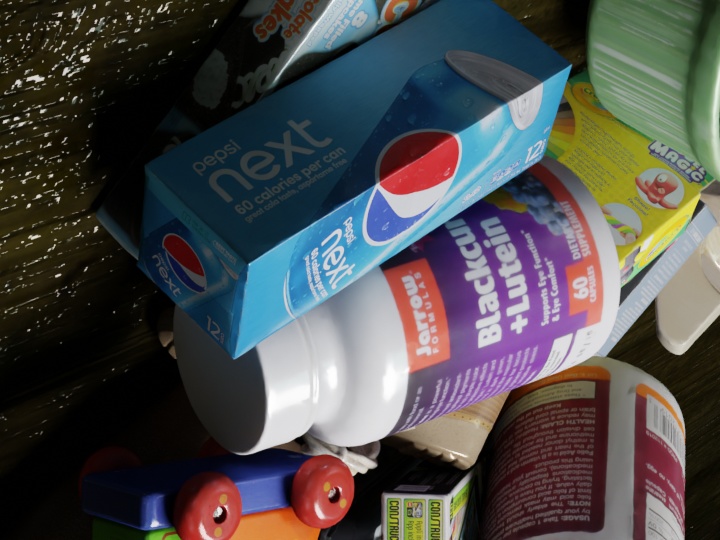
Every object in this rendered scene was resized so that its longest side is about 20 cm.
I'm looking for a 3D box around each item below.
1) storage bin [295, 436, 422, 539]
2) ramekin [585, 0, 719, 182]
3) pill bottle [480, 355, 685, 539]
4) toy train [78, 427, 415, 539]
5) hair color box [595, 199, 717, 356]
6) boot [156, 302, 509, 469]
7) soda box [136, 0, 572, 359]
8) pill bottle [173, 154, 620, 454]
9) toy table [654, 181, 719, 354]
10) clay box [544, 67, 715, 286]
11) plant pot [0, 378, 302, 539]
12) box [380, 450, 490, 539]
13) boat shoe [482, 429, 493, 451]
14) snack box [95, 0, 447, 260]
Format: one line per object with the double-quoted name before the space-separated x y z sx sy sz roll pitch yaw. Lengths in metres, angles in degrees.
"storage bin" -0.011 0.136 1.182 0.135 0.094 0.201 -36 156 -29
"ramekin" 0.215 -0.156 1.059 0.200 0.097 0.201 -36 141 -36
"pill bottle" 0.121 0.153 1.020 0.201 0.113 0.115 -78 -172 -49
"toy train" -0.041 0.139 0.881 0.199 0.084 0.117 -3 98 -46
"hair color box" 0.132 0.009 1.232 0.200 0.099 0.061 -50 160 5
"boot" 0.000 0.000 0.986 0.072 0.199 0.167 -23 -131 62
"soda box" 0.000 -0.048 0.813 0.200 0.068 0.064 -33 153 -32
"pill bottle" 0.016 0.018 0.882 0.199 0.112 0.112 -18 145 -32
"toy table" 0.246 -0.036 1.356 0.200 0.117 0.184 -48 159 -3
"clay box" 0.110 -0.030 1.102 0.200 0.115 0.048 -37 157 -26
"plant pot" -0.109 0.165 0.962 0.201 0.186 0.187 -59 162 -14
"box" 0.043 0.161 1.007 0.200 0.034 0.111 -6 97 -80
"boat shoe" 0.103 0.067 1.165 0.073 0.201 0.076 -14 -176 -16
"snack box" -0.025 -0.086 0.847 0.200 0.037 0.116 -53 159 11
